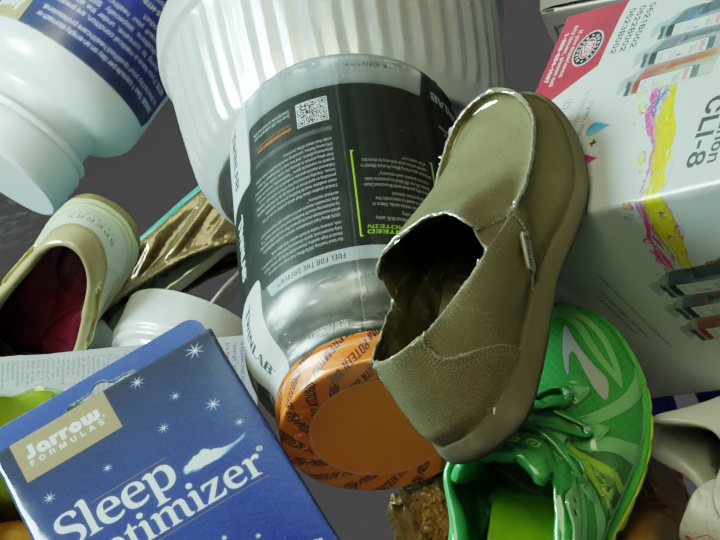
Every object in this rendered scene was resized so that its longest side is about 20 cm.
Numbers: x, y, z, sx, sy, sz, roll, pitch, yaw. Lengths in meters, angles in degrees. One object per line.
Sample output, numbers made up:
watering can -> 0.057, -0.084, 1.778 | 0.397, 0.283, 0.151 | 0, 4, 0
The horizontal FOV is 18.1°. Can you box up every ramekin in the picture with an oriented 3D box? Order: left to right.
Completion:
ramekin -> -0.010, -0.097, 1.250 | 0.198, 0.200, 0.106 | -18, 59, 11

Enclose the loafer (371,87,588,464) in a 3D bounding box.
loafer -> 0.051, -0.012, 0.999 | 0.076, 0.067, 0.201 | -29, 37, 35

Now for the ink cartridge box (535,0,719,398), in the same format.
ink cartridge box -> 0.187, -0.044, 1.061 | 0.199, 0.145, 0.146 | -11, 45, 48

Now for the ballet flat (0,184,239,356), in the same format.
ballet flat -> -0.129, 0.021, 1.321 | 0.199, 0.068, 0.073 | -34, 72, -4

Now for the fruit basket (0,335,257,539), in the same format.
fruit basket -> -0.147, 0.125, 1.118 | 0.198, 0.094, 0.187 | -3, 60, -1

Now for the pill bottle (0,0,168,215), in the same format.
pill bottle -> -0.166, -0.140, 1.391 | 0.119, 0.120, 0.201 | 24, 71, 32

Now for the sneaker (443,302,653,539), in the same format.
sneaker -> 0.083, 0.089, 1.002 | 0.073, 0.084, 0.201 | -4, 49, 22

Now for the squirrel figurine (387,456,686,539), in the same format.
squirrel figurine -> 0.081, 0.177, 1.096 | 0.186, 0.141, 0.201 | -30, 55, 18

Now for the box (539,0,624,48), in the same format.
box -> 0.206, -0.209, 1.291 | 0.198, 0.097, 0.178 | -10, 58, 17

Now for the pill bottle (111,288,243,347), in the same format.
pill bottle -> -0.121, 0.117, 1.219 | 0.110, 0.111, 0.201 | 7, 64, 26

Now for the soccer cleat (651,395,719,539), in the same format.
soccer cleat -> 0.191, 0.127, 1.020 | 0.084, 0.069, 0.201 | -2, 37, -15

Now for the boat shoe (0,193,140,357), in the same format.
boat shoe -> -0.192, 0.049, 1.263 | 0.074, 0.066, 0.201 | 28, 112, 5

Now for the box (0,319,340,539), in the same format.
box -> -0.089, 0.107, 1.025 | 0.121, 0.033, 0.200 | -30, 50, -7

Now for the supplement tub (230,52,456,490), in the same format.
supplement tub -> 0.000, 0.000, 1.107 | 0.122, 0.123, 0.201 | -18, 46, 12

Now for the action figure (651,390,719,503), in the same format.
action figure -> 0.160, 0.023, 1.201 | 0.065, 0.052, 0.201 | -22, 52, 15
